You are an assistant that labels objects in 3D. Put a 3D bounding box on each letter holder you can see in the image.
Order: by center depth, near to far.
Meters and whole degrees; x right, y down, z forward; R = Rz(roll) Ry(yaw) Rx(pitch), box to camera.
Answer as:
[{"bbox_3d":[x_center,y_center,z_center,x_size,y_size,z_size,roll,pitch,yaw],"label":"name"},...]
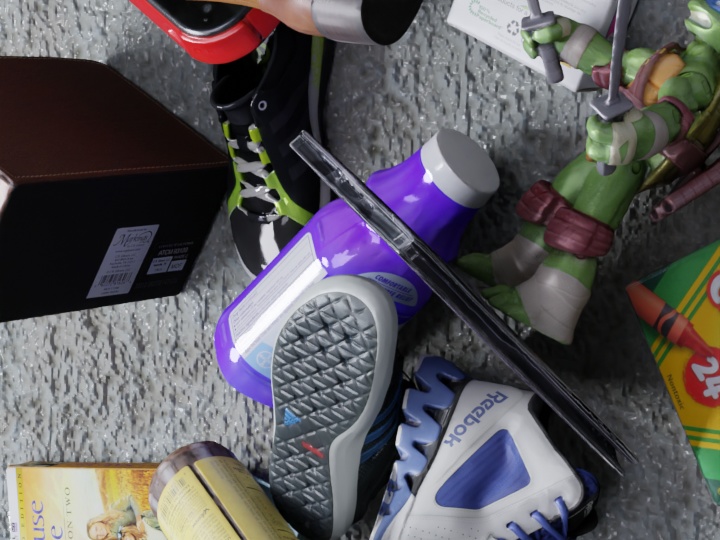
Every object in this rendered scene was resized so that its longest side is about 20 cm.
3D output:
[{"bbox_3d":[-0.201,-0.055,1.389,0.142,0.199,0.101,39,116,26],"label":"letter holder"}]

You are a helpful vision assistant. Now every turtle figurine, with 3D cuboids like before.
[{"bbox_3d":[0.102,-0.077,1.165,0.144,0.199,0.195,37,102,40],"label":"turtle figurine"}]

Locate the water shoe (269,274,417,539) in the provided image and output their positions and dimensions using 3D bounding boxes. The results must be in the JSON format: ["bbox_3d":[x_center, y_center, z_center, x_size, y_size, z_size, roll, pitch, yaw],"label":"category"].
[{"bbox_3d":[-0.006,0.066,1.306,0.071,0.079,0.201,35,137,20],"label":"water shoe"}]

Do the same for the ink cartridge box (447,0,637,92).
[{"bbox_3d":[0.122,-0.206,1.241,0.094,0.037,0.201,32,115,29],"label":"ink cartridge box"}]

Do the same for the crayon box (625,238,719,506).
[{"bbox_3d":[0.245,0.024,1.168,0.199,0.051,0.128,-30,77,34],"label":"crayon box"}]

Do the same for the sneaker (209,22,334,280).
[{"bbox_3d":[-0.065,-0.087,1.359,0.071,0.083,0.202,5,98,35],"label":"sneaker"}]

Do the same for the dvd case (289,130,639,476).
[{"bbox_3d":[0.054,0.016,1.198,0.016,0.200,0.149,-45,33,0],"label":"dvd case"}]

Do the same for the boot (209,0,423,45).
[{"bbox_3d":[-0.023,-0.213,1.233,0.199,0.068,0.189,19,81,41],"label":"boot"}]

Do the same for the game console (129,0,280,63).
[{"bbox_3d":[-0.082,-0.228,1.339,0.177,0.031,0.200,-47,57,-3],"label":"game console"}]

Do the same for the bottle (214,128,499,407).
[{"bbox_3d":[0.000,0.000,1.322,0.200,0.083,0.066,-45,40,30],"label":"bottle"}]

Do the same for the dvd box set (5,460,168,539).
[{"bbox_3d":[-0.149,0.196,1.470,0.199,0.029,0.148,-3,91,42],"label":"dvd box set"}]

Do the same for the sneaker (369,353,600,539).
[{"bbox_3d":[0.070,0.143,1.258,0.114,0.081,0.201,5,67,16],"label":"sneaker"}]

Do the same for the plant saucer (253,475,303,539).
[{"bbox_3d":[-0.074,0.224,1.441,0.070,0.019,0.202,20,106,33],"label":"plant saucer"}]

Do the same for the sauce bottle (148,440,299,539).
[{"bbox_3d":[-0.057,0.176,1.303,0.200,0.064,0.065,50,123,48],"label":"sauce bottle"}]
